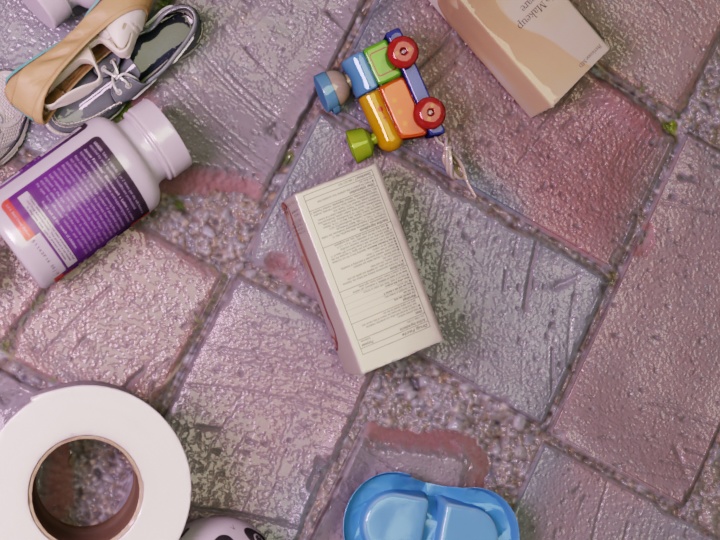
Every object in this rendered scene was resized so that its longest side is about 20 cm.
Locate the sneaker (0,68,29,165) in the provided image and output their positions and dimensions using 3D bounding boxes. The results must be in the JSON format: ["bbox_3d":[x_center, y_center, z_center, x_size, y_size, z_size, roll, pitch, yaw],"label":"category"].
[{"bbox_3d":[-0.394,-0.122,1.278,0.077,0.085,0.201,34,72,-9],"label":"sneaker"}]

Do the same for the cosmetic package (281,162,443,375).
[{"bbox_3d":[0.000,0.000,1.367,0.102,0.087,0.202,-20,91,-14],"label":"cosmetic package"}]

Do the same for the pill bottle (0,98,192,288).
[{"bbox_3d":[-0.273,-0.083,1.296,0.199,0.111,0.112,-38,95,-12],"label":"pill bottle"}]

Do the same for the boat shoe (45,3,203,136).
[{"bbox_3d":[-0.248,-0.214,1.333,0.199,0.062,0.073,-37,96,-12],"label":"boat shoe"}]

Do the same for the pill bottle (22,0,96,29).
[{"bbox_3d":[-0.267,-0.344,1.309,0.200,0.113,0.113,-45,97,-11],"label":"pill bottle"}]

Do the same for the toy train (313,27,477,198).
[{"bbox_3d":[0.036,-0.148,1.390,0.115,0.085,0.202,-24,93,-2],"label":"toy train"}]

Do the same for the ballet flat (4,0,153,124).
[{"bbox_3d":[-0.267,-0.222,1.294,0.200,0.069,0.063,-43,78,-5],"label":"ballet flat"}]

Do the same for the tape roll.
[{"bbox_3d":[-0.272,0.212,1.267,0.200,0.139,0.206,1,86,-12],"label":"tape roll"}]

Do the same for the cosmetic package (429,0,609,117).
[{"bbox_3d":[0.170,-0.282,1.428,0.200,0.071,0.105,46,78,-7],"label":"cosmetic package"}]

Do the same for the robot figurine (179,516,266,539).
[{"bbox_3d":[-0.140,0.352,1.297,0.123,0.150,0.203,-6,89,0],"label":"robot figurine"}]

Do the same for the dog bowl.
[{"bbox_3d":[0.072,0.281,1.389,0.198,0.050,0.113,13,85,-13],"label":"dog bowl"}]
